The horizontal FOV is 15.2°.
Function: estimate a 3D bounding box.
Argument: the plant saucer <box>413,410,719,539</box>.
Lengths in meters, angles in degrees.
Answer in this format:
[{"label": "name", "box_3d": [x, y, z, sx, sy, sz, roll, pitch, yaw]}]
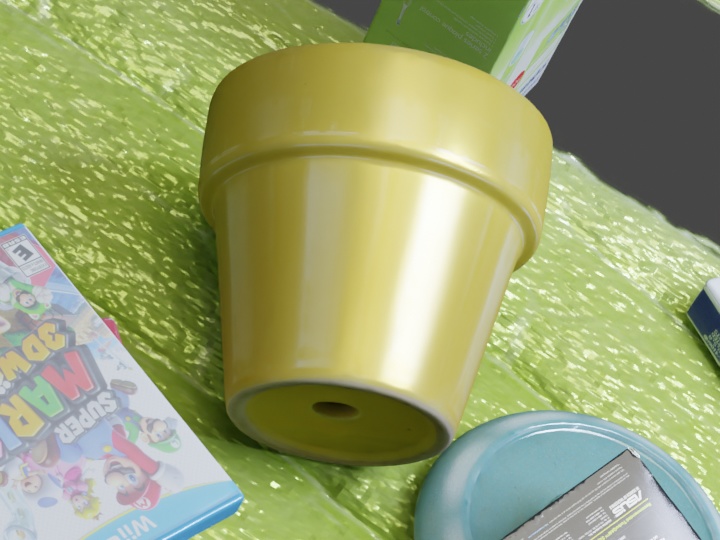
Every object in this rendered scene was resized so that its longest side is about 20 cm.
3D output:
[{"label": "plant saucer", "box_3d": [0.129, 0.158, 1.533, 0.199, 0.027, 0.201, 11, 50, -13]}]

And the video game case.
[{"label": "video game case", "box_3d": [-0.173, 0.074, 1.389, 0.143, 0.018, 0.200, -26, 67, -37]}]

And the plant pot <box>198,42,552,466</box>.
[{"label": "plant pot", "box_3d": [0.000, 0.000, 1.524, 0.200, 0.201, 0.189, 14, 65, -12]}]

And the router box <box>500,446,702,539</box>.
[{"label": "router box", "box_3d": [0.110, 0.211, 1.435, 0.200, 0.062, 0.150, -33, 78, -21]}]

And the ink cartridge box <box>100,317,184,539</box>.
[{"label": "ink cartridge box", "box_3d": [-0.176, 0.133, 1.410, 0.145, 0.083, 0.200, -5, 56, -26]}]

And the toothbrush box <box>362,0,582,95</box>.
[{"label": "toothbrush box", "box_3d": [0.076, -0.164, 1.663, 0.086, 0.200, 0.146, 38, 49, 7]}]

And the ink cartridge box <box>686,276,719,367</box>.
[{"label": "ink cartridge box", "box_3d": [0.332, 0.072, 1.691, 0.200, 0.041, 0.200, -13, 60, -30]}]
